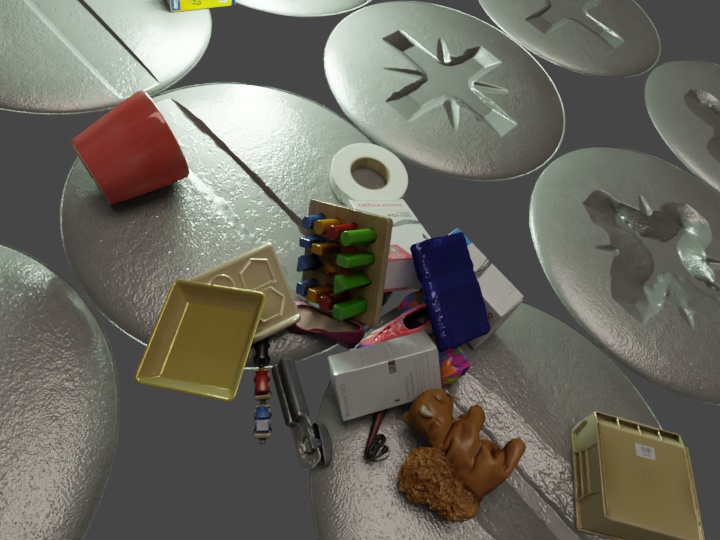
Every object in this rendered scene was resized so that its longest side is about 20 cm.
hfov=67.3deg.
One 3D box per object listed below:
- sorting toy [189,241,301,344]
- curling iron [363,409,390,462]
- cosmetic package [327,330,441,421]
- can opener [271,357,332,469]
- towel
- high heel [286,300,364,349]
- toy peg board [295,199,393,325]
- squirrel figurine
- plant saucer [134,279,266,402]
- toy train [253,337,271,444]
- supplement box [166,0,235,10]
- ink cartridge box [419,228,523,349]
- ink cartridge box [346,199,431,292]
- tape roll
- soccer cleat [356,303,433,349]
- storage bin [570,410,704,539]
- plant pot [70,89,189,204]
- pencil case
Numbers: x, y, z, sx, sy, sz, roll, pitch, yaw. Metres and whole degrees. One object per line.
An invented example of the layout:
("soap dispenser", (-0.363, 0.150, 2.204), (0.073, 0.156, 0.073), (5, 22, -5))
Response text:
("sorting toy", (-0.227, 0.058, 1.058), (0.181, 0.037, 0.203), (-24, 60, -6))
("curling iron", (0.047, 0.268, 1.016), (0.048, 0.026, 0.203), (-3, 41, 21))
("cosmetic package", (0.045, 0.192, 0.992), (0.194, 0.105, 0.074), (-15, 23, -10))
("can opener", (-0.105, 0.258, 0.983), (0.066, 0.053, 0.204), (13, 47, -47))
("towel", (0.166, 0.037, 1.018), (0.145, 0.049, 0.206), (-13, 85, -38))
("high heel", (-0.086, 0.094, 1.054), (0.196, 0.096, 0.068), (28, 62, 3))
("toy peg board", (-0.055, -0.015, 1.021), (0.195, 0.207, 0.097), (18, 17, 34))
("squirrel figurine", (0.147, 0.314, 0.937), (0.186, 0.142, 0.201), (42, 67, -1))
("plant saucer", (-0.279, 0.128, 0.978), (0.193, 0.049, 0.205), (7, 63, 13))
("toy train", (-0.178, 0.211, 0.986), (0.033, 0.046, 0.205), (1, 57, -14))
("supplement box", (-0.470, -0.838, 1.558), (0.196, 0.111, 0.110), (-20, 63, -25))
("ink cartridge box", (0.224, 0.040, 1.143), (0.085, 0.148, 0.201), (-29, 68, -30))
("ink cartridge box", (0.062, -0.058, 1.120), (0.142, 0.086, 0.202), (-4, 41, -27))
("tape roll", (0.020, -0.228, 1.333), (0.196, 0.037, 0.208), (7, 57, -10))
("soccer cleat", (0.067, 0.122, 1.050), (0.196, 0.073, 0.069), (-30, 64, 6))
("storage bin", (0.513, 0.397, 1.019), (0.194, 0.095, 0.203), (15, 54, -4))
("plant pot", (-0.483, -0.244, 1.126), (0.175, 0.202, 0.201), (-34, 70, -20))
("pencil case", (0.151, 0.131, 1.105), (0.086, 0.089, 0.204), (-14, 63, -23))
